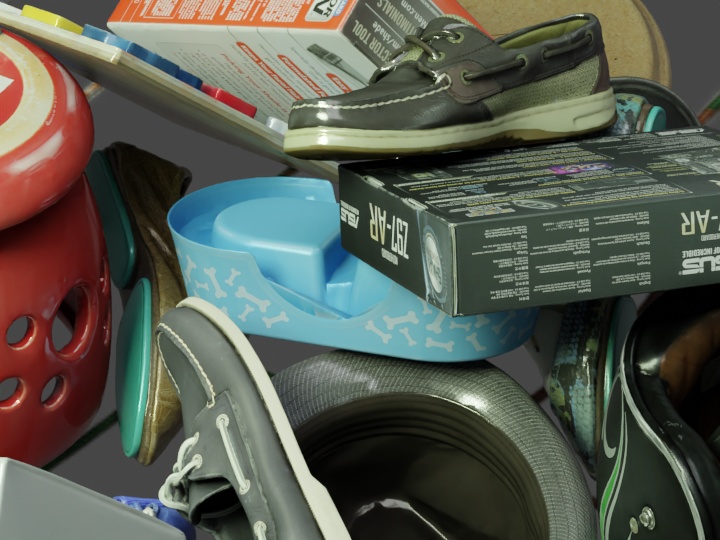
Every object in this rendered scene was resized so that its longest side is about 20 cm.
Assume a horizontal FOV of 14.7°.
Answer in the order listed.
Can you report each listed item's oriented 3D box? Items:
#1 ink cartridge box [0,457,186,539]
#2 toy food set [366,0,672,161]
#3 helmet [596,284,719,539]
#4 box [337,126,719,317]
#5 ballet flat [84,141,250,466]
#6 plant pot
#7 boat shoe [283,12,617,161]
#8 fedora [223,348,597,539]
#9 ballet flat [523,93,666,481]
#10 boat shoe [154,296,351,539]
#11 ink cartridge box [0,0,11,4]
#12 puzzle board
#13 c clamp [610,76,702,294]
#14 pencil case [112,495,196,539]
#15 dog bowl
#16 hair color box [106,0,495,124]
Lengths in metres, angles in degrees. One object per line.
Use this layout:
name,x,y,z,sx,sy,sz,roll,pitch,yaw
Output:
ink cartridge box,-0.204,0.168,1.229,0.199,0.145,0.146,-4,71,30
toy food set,0.073,-0.109,1.557,0.197,0.049,0.200,-19,57,-13
helmet,0.202,0.112,1.307,0.199,0.191,0.200,-8,37,6
box,0.107,-0.027,1.310,0.199,0.044,0.160,-7,14,-18
ballet flat,-0.098,0.015,1.464,0.072,0.068,0.200,4,47,-21
plant pot,-0.223,-0.017,1.380,0.200,0.183,0.201,2,36,-2
boat shoe,0.043,-0.091,1.355,0.200,0.066,0.072,-9,7,-39
fedora,0.022,0.137,1.346,0.176,0.090,0.200,-19,48,-15
ballet flat,0.113,0.007,1.436,0.074,0.074,0.201,8,78,6
boat shoe,-0.061,0.093,1.283,0.063,0.073,0.200,-20,53,-15
ink cartridge box,-0.293,-0.209,1.609,0.200,0.083,0.147,25,57,17
puzzle board,-0.107,-0.096,1.444,0.150,0.200,0.017,22,87,41
c clamp,0.095,-0.018,1.476,0.199,0.027,0.171,-10,83,-10
pencil case,-0.104,0.197,1.307,0.078,0.087,0.200,4,52,-20
dog bowl,0.000,0.000,1.399,0.199,0.050,0.111,9,23,18
hair color box,-0.028,-0.119,1.464,0.200,0.111,0.064,10,64,50
